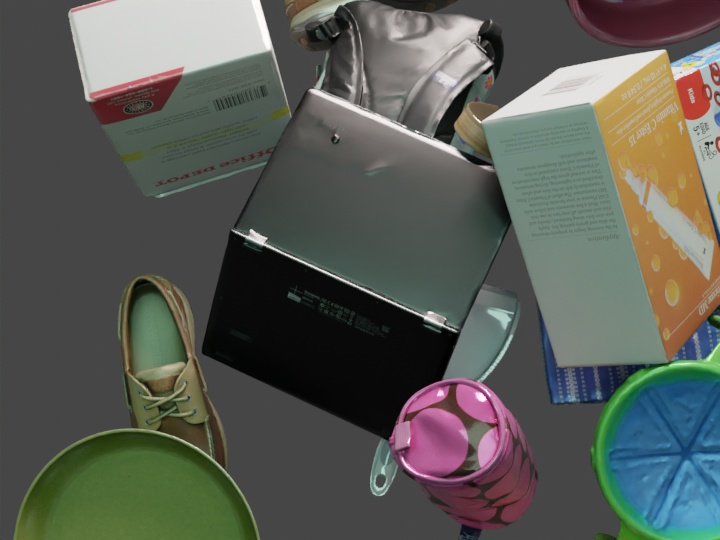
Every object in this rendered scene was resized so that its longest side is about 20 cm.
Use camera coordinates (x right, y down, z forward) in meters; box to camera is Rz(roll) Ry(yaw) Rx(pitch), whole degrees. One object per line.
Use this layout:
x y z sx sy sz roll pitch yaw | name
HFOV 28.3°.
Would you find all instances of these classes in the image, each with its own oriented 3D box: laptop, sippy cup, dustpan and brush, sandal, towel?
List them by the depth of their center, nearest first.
0.238 0.129 1.086 0.177 0.130 0.140 -28 92 4 | sippy cup
0.000 0.000 1.100 0.187 0.200 0.116 24 38 8 | laptop
0.042 0.088 1.150 0.139 0.057 0.201 15 76 7 | dustpan and brush
0.136 -0.081 1.159 0.070 0.211 0.078 -53 53 23 | sandal
0.246 0.034 1.176 0.199 0.024 0.145 -5 73 1 | towel

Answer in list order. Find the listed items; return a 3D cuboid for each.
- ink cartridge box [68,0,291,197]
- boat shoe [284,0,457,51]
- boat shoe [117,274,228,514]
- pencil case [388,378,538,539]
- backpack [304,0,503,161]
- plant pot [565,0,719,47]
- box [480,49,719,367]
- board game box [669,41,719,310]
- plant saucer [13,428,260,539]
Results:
-0.137 -0.148 1.153 0.145 0.200 0.084 -17 71 -2 | ink cartridge box
0.025 -0.260 1.243 0.199 0.076 0.072 -20 72 -5 | boat shoe
-0.159 0.096 1.150 0.075 0.074 0.201 -17 74 -2 | boat shoe
0.077 0.141 1.062 0.093 0.200 0.091 4 70 14 | pencil case
0.029 -0.108 1.171 0.166 0.127 0.201 9 72 22 | backpack
0.244 -0.318 1.199 0.199 0.200 0.180 -14 59 -2 | plant pot
0.186 -0.045 1.064 0.124 0.097 0.201 -37 114 -45 | box
0.342 -0.095 1.131 0.195 0.056 0.201 -25 104 -13 | board game box
-0.171 0.220 1.112 0.199 0.031 0.201 1 93 9 | plant saucer
